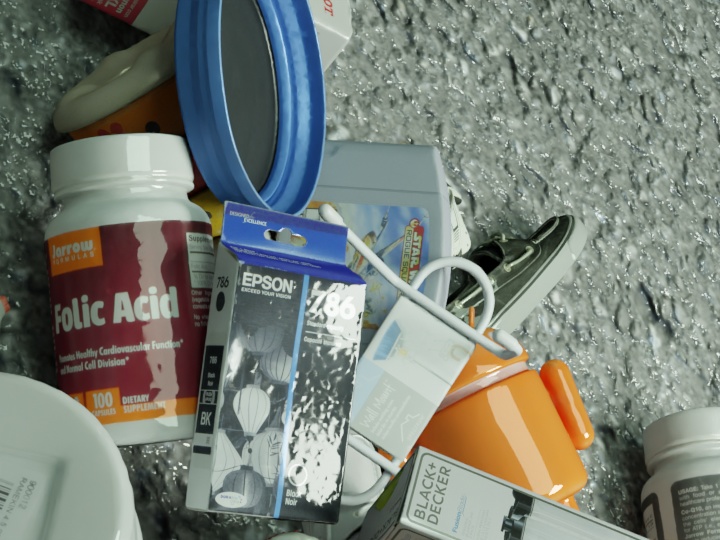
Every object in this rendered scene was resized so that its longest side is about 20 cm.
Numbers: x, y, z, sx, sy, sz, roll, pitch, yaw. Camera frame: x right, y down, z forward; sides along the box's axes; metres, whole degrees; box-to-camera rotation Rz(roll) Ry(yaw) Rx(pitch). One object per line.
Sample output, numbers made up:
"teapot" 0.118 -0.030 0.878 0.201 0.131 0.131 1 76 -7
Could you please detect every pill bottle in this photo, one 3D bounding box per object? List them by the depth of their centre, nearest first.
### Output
"pill bottle" -0.152 0.016 1.122 0.114 0.114 0.202 -2 83 -38
"pill bottle" 0.293 0.222 1.381 0.112 0.113 0.201 14 58 -31

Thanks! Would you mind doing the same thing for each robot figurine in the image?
"robot figurine" 0.097 0.130 1.280 0.201 0.143 0.117 64 19 10

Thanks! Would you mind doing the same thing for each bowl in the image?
"bowl" -0.076 -0.135 1.184 0.200 0.039 0.202 -4 90 -71

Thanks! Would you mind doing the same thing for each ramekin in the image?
"ramekin" -0.224 0.157 0.981 0.199 0.098 0.202 5 59 -8

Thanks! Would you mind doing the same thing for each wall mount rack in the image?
"wall mount rack" 0.009 0.057 1.163 0.173 0.075 0.201 33 79 -2

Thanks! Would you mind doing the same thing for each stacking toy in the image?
"stacking toy" -0.119 -0.076 1.240 0.201 0.146 0.146 58 44 -17

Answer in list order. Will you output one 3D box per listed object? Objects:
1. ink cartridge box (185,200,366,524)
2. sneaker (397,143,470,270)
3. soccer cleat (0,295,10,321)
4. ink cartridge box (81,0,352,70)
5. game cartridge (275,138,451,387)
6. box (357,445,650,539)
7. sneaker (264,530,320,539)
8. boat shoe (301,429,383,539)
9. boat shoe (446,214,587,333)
"ink cartridge box" -0.052 0.059 1.084 0.099 0.039 0.202 9 82 -29
"sneaker" 0.054 -0.018 1.342 0.087 0.076 0.201 34 36 -26
"soccer cleat" -0.309 -0.023 1.090 0.077 0.069 0.201 -36 93 -41
"ink cartridge box" -0.113 -0.238 1.325 0.199 0.084 0.145 24 36 -25
"game cartridge" 0.000 0.000 1.249 0.042 0.132 0.202 42 52 -67
"box" 0.103 0.200 1.120 0.199 0.117 0.060 22 55 -5
"sneaker" 0.014 0.243 1.097 0.199 0.073 0.077 21 52 -3
"boat shoe" -0.005 0.197 1.195 0.072 0.068 0.201 26 52 -23
"boat shoe" 0.125 0.001 1.406 0.064 0.071 0.200 49 48 -6
